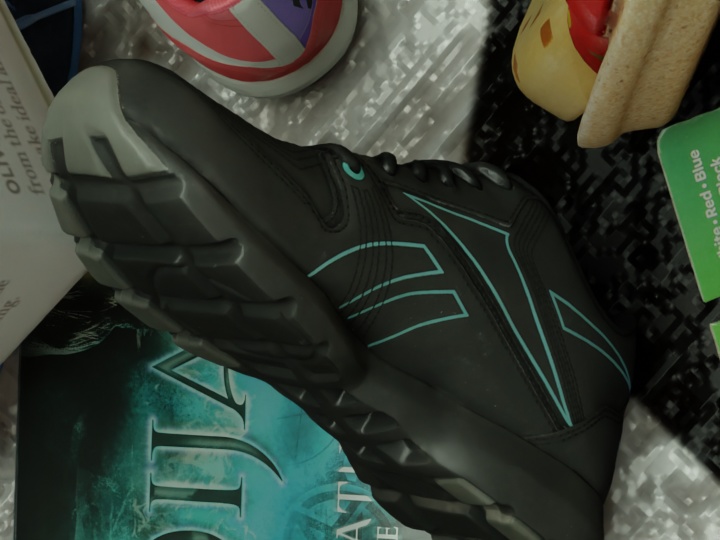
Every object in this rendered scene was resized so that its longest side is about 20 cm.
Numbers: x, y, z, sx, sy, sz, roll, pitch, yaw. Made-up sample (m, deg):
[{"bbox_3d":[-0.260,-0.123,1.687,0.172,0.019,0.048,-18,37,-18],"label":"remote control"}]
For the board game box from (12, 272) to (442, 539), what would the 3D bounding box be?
[{"bbox_3d":[-0.036,0.076,0.823,0.135,0.028,0.200,1,89,23],"label":"board game box"}]

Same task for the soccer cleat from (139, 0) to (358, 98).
[{"bbox_3d":[-0.069,-0.139,0.815,0.068,0.073,0.200,-34,76,4],"label":"soccer cleat"}]

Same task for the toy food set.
[{"bbox_3d":[0.086,-0.123,0.687,0.049,0.200,0.198,24,98,5],"label":"toy food set"}]

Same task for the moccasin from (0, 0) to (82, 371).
[{"bbox_3d":[-0.126,-0.041,0.845,0.080,0.068,0.200,3,89,24],"label":"moccasin"}]

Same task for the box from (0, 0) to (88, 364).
[{"bbox_3d":[-0.213,-0.029,0.756,0.199,0.171,0.200,-44,64,34],"label":"box"}]

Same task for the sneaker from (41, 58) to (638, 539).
[{"bbox_3d":[0.000,0.000,0.733,0.075,0.200,0.079,7,63,48],"label":"sneaker"}]

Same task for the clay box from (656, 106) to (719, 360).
[{"bbox_3d":[0.179,-0.007,0.671,0.200,0.048,0.115,-17,109,7],"label":"clay box"}]
